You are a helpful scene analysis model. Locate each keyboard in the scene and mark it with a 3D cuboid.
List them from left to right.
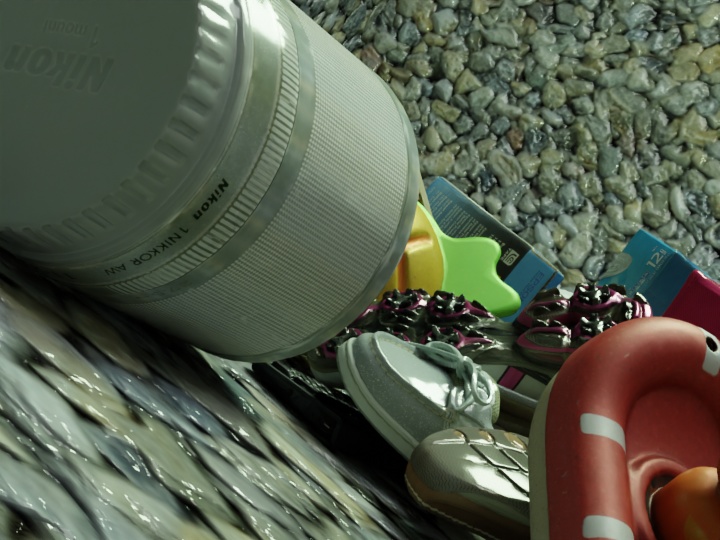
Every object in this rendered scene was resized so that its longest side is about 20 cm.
[{"bbox_3d":[0.024,0.087,0.919,0.104,0.040,0.200,40,5,30],"label":"keyboard"}]

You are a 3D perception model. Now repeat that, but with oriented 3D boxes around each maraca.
[{"bbox_3d":[0.000,0.000,1.008,0.198,0.138,0.107,24,-27,2],"label":"maraca"}]

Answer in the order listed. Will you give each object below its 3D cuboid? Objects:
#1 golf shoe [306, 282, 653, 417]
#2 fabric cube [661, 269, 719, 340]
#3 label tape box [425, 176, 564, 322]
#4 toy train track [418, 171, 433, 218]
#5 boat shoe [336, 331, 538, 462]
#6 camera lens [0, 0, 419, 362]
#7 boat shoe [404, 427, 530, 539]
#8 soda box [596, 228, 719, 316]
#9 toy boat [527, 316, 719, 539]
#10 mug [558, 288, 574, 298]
[{"bbox_3d":[0.067,0.062,0.929,0.197,0.093,0.073,0,32,13],"label":"golf shoe"},{"bbox_3d":[0.247,0.157,0.964,0.196,0.201,0.199,33,6,-43],"label":"fabric cube"},{"bbox_3d":[0.071,0.033,1.203,0.063,0.145,0.200,37,4,-32],"label":"label tape box"},{"bbox_3d":[0.048,0.034,1.066,0.032,0.114,0.202,-18,93,-54],"label":"toy train track"},{"bbox_3d":[0.076,0.082,0.862,0.201,0.065,0.075,33,20,-19],"label":"boat shoe"},{"bbox_3d":[-0.076,-0.055,0.744,0.160,0.161,0.200,40,4,34],"label":"camera lens"},{"bbox_3d":[0.102,0.140,0.817,0.199,0.072,0.076,24,19,-24],"label":"boat shoe"},{"bbox_3d":[0.162,0.075,1.116,0.068,0.201,0.064,36,4,-20],"label":"soda box"},{"bbox_3d":[0.152,0.104,0.715,0.130,0.131,0.202,28,42,-27],"label":"toy boat"},{"bbox_3d":[0.154,0.109,1.257,0.174,0.148,0.201,30,38,-26],"label":"mug"}]
